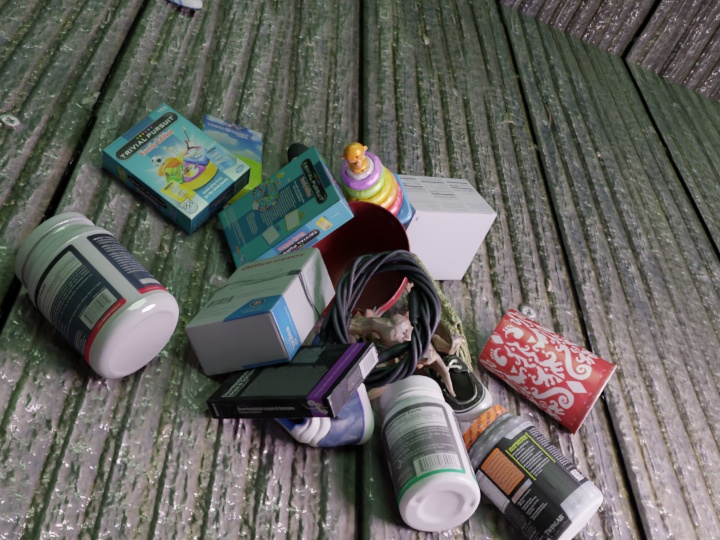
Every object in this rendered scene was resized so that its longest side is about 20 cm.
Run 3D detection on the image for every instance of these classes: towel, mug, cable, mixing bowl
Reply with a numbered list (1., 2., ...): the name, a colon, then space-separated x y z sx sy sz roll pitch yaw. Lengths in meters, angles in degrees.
1. towel: 0.124 0.073 1.739 0.036 0.149 0.201 -25 51 -6
2. mug: 0.306 0.172 1.774 0.199 0.178 0.134 32 68 14
3. cable: 0.033 0.061 1.493 0.162 0.201 0.051 21 -17 27
4. mixing bowl: 0.000 0.000 1.712 0.200 0.200 0.108 47 0 27

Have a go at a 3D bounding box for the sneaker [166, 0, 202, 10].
1. sneaker: -0.422 -0.658 2.389 0.071 0.073 0.200 -11 50 -48

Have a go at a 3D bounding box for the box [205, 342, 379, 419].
1. box: -0.091 0.149 1.422 0.198 0.036 0.143 -4 25 30

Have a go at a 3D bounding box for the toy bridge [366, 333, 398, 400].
1. toy bridge: 0.024 0.155 1.634 0.067 0.027 0.201 28 32 -3

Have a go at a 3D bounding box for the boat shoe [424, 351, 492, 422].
1. boat shoe: 0.137 0.167 1.611 0.064 0.070 0.200 58 -6 -23

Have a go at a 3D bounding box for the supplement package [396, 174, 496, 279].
1. supplement package: 0.116 -0.075 1.907 0.198 0.157 0.111 0 39 -38

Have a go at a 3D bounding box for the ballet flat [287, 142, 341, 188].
1. ballet flat: -0.087 -0.167 1.964 0.073 0.073 0.200 -14 54 -48

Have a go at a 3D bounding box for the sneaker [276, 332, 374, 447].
1. sneaker: -0.072 0.161 1.497 0.145 0.081 0.201 9 42 -35

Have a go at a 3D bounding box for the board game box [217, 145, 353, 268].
1. board game box: -0.124 -0.089 1.703 0.047 0.199 0.152 48 11 -45

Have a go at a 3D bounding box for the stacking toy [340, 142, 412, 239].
1. stacking toy: 0.005 -0.150 1.726 0.115 0.200 0.111 -21 60 4

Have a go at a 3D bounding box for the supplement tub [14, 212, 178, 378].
1. supplement tub: -0.352 0.032 1.405 0.200 0.141 0.140 42 34 20

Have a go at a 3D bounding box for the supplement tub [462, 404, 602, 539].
1. supplement tub: 0.237 0.296 1.511 0.200 0.123 0.122 45 35 23

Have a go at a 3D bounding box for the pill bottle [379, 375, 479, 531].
1. pill bottle: 0.090 0.250 1.469 0.112 0.114 0.201 14 35 -22

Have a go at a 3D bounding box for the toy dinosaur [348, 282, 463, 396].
1. toy dinosaur: 0.067 0.109 1.576 0.200 0.135 0.086 42 56 -6

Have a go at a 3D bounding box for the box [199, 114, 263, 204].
1. box: -0.238 -0.196 1.903 0.121 0.048 0.201 17 34 -18

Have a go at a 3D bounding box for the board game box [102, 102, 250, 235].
1. board game box: -0.307 -0.173 1.765 0.199 0.047 0.151 37 57 12

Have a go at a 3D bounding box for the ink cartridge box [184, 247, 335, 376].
1. ink cartridge box: -0.140 0.057 1.522 0.085 0.144 0.200 68 26 -20
